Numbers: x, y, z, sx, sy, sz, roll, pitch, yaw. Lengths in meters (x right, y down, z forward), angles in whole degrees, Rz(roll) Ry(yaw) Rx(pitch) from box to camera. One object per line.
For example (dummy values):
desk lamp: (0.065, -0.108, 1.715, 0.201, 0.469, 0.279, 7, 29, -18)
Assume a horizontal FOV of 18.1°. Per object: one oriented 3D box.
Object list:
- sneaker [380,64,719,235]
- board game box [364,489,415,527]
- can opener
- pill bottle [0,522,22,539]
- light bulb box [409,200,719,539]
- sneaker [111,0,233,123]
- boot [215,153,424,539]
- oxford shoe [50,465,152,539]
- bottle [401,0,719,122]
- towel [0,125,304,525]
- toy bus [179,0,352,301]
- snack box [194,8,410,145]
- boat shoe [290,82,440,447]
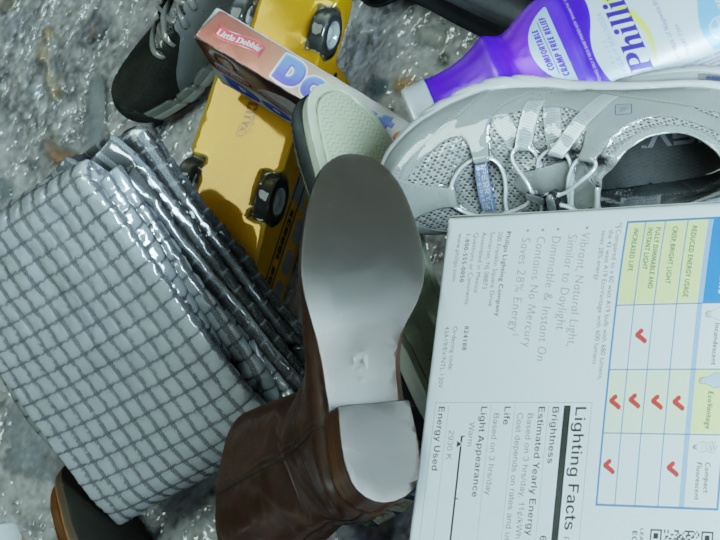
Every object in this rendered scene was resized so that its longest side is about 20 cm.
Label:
sneaker: (0.102, -0.055, 1.126, 0.199, 0.075, 0.082, -13, 28, 11)
board game box: (0.066, 0.051, 1.239, 0.200, 0.023, 0.105, -32, 51, 26)
can opener: (0.044, -0.176, 1.339, 0.200, 0.063, 0.079, 37, 95, 45)
pill bottle: (-0.212, 0.252, 1.280, 0.109, 0.109, 0.200, -23, 80, 32)
light bulb box: (0.142, 0.078, 1.072, 0.200, 0.125, 0.199, -2, 75, 37)
sneaker: (-0.115, -0.187, 1.446, 0.200, 0.115, 0.075, -42, 48, 17)
boot: (-0.030, 0.057, 1.172, 0.200, 0.064, 0.187, 137, 135, -64)
oxford shoe: (-0.152, 0.202, 1.326, 0.071, 0.071, 0.200, -43, 49, 24)
bottle: (0.121, -0.111, 1.190, 0.200, 0.065, 0.084, -21, 64, 3)
towel: (-0.136, 0.030, 1.307, 0.165, 0.200, 0.086, -30, 11, 38)
toy bus: (-0.058, -0.076, 1.362, 0.065, 0.078, 0.200, 13, 78, 21)
snack box: (-0.001, -0.079, 1.268, 0.200, 0.072, 0.024, 32, 81, 18)
boat shoe: (0.000, 0.000, 1.209, 0.068, 0.072, 0.200, -17, 94, 42)
